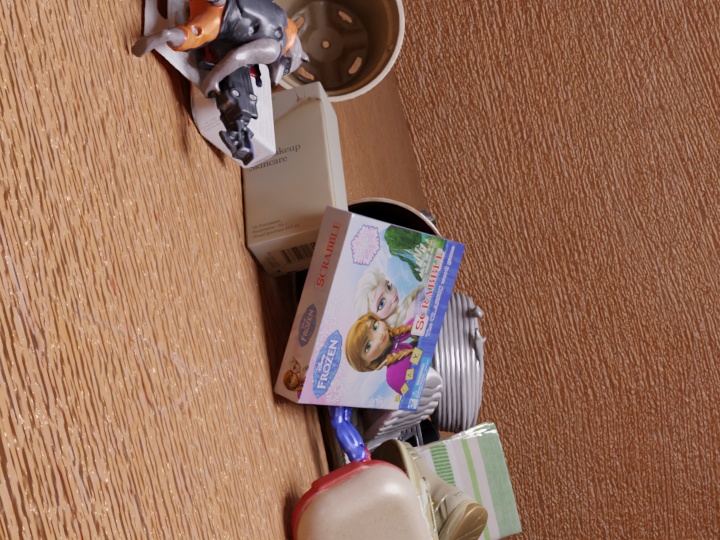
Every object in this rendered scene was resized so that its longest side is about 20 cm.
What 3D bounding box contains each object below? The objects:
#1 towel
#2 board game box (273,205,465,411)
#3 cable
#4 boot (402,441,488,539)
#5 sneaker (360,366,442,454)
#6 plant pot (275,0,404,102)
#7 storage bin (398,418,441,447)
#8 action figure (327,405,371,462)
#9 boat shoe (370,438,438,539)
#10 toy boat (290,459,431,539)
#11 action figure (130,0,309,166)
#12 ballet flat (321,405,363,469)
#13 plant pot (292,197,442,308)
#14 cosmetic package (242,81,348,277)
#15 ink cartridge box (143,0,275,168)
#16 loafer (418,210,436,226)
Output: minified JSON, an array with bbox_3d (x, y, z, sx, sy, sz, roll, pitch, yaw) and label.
[{"bbox_3d":[0.096,0.291,1.350,0.023,0.199,0.153,-166,-118,-78],"label":"towel"},{"bbox_3d":[0.015,0.047,1.130,0.199,0.041,0.201,11,96,-48],"label":"board game box"},{"bbox_3d":[0.127,0.130,1.474,0.200,0.069,0.201,-96,-175,-79],"label":"cable"},{"bbox_3d":[0.040,0.320,1.254,0.155,0.200,0.073,37,4,42],"label":"boot"},{"bbox_3d":[0.026,0.163,1.295,0.074,0.200,0.082,-6,60,-38],"label":"sneaker"},{"bbox_3d":[-0.046,-0.324,1.447,0.183,0.200,0.201,-124,-161,-85],"label":"plant pot"},{"bbox_3d":[0.064,0.283,1.475,0.200,0.093,0.136,53,25,-70],"label":"storage bin"},{"bbox_3d":[-0.027,0.212,1.165,0.200,0.099,0.065,56,6,19],"label":"action figure"},{"bbox_3d":[0.056,0.288,1.181,0.063,0.073,0.201,24,40,-43],"label":"boat shoe"},{"bbox_3d":[-0.004,0.279,1.074,0.131,0.130,0.201,28,-42,63],"label":"toy boat"},{"bbox_3d":[-0.117,-0.205,0.950,0.193,0.104,0.201,9,57,-52],"label":"action figure"},{"bbox_3d":[-0.020,0.210,1.254,0.067,0.046,0.201,11,58,-56],"label":"ballet flat"},{"bbox_3d":[0.000,0.000,1.301,0.200,0.186,0.188,-145,-140,-79],"label":"plant pot"},{"bbox_3d":[-0.073,-0.102,1.171,0.073,0.103,0.201,61,17,-56],"label":"cosmetic package"},{"bbox_3d":[-0.161,-0.218,1.049,0.200,0.057,0.163,34,39,-45],"label":"ink cartridge box"},{"bbox_3d":[0.072,0.019,1.419,0.073,0.072,0.201,-18,129,-52],"label":"loafer"}]
